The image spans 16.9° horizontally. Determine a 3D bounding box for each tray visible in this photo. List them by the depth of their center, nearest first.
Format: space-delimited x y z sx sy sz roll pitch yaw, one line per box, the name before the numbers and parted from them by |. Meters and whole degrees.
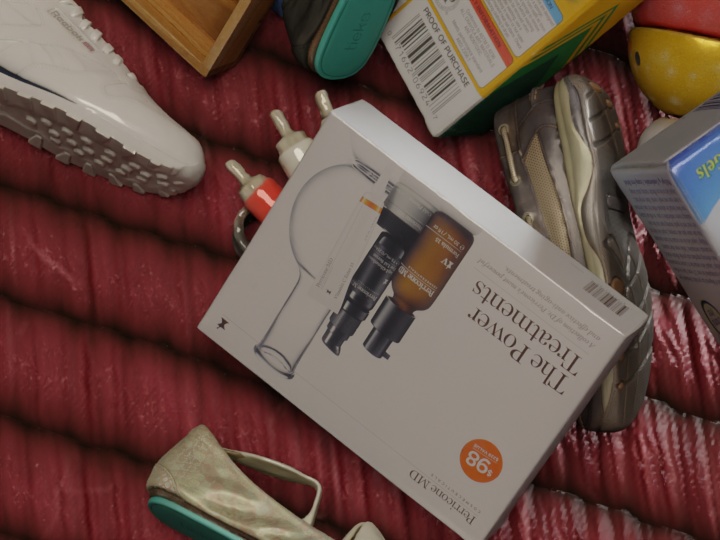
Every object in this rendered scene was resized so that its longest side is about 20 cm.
tray | -0.129 -0.216 1.403 0.200 0.037 0.099 43 124 12

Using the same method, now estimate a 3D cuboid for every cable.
cable | 0.000 0.000 1.356 0.097 0.050 0.200 -38 76 -3

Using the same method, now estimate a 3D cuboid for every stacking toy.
stacking toy | 0.196 -0.135 1.363 0.145 0.146 0.201 13 89 6

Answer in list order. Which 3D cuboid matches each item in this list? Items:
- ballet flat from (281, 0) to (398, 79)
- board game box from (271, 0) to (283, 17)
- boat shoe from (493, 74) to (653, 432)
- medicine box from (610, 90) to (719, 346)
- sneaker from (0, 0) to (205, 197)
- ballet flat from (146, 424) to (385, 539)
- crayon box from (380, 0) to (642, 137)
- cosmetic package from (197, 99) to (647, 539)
ballet flat | 0.011 -0.196 1.336 0.200 0.068 0.069 -52 52 30
board game box | -0.067 -0.271 1.444 0.200 0.037 0.151 43 79 12
boat shoe | 0.115 -0.006 1.352 0.073 0.074 0.201 -11 76 25
medicine box | 0.269 -0.023 1.295 0.182 0.103 0.201 -35 98 -8
sneaker | -0.168 -0.113 1.386 0.199 0.076 0.081 29 67 8
ballet flat | -0.024 0.148 1.307 0.199 0.068 0.062 32 67 10
crayon box | 0.092 -0.181 1.346 0.200 0.051 0.126 -39 71 35
cosmetic package | 0.031 0.028 1.308 0.200 0.052 0.151 37 114 11
